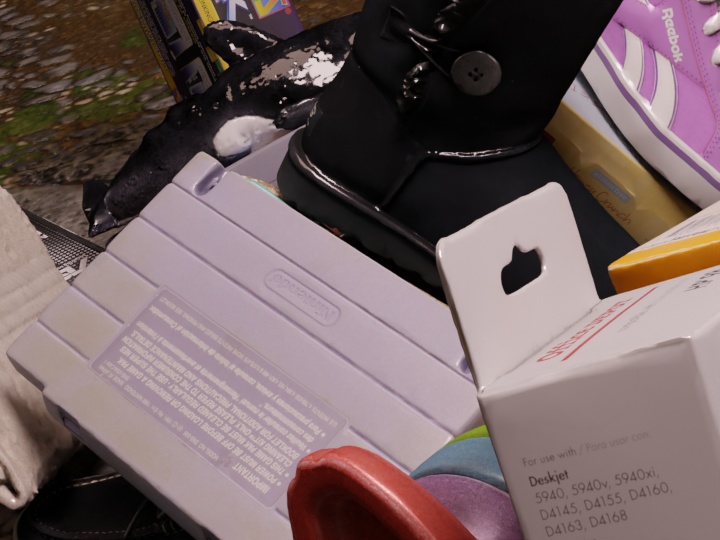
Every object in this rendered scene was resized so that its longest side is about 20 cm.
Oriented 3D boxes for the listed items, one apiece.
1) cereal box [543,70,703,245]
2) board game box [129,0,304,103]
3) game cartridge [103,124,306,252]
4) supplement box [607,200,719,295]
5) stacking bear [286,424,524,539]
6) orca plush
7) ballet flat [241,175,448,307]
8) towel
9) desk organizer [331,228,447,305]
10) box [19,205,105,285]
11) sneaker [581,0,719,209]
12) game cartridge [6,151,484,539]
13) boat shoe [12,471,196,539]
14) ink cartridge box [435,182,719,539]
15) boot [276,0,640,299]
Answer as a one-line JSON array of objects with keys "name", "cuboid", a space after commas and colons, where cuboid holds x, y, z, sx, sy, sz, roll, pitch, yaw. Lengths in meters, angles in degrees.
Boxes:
[{"name": "cereal box", "cuboid": [0.133, -0.086, 0.974, 0.040, 0.144, 0.200, -46, 10, 30]}, {"name": "board game box", "cuboid": [-0.090, -0.157, 1.127, 0.057, 0.201, 0.165, -26, 6, -13]}, {"name": "game cartridge", "cuboid": [-0.035, -0.046, 1.004, 0.200, 0.042, 0.133, -27, -6, 30]}, {"name": "supplement box", "cuboid": [0.193, 0.014, 0.695, 0.200, 0.126, 0.073, -26, 5, -40]}, {"name": "stacking bear", "cuboid": [0.072, 0.093, 0.683, 0.114, 0.122, 0.200, 37, 41, 24]}, {"name": "orca plush", "cuboid": [-0.063, -0.091, 0.992, 0.200, 0.071, 0.105, -27, -1, 19]}, {"name": "ballet flat", "cuboid": [0.001, 0.033, 0.857, 0.070, 0.065, 0.200, -40, 69, -17]}, {"name": "towel", "cuboid": [-0.168, 0.033, 0.878, 0.034, 0.133, 0.200, -31, 4, 13]}, {"name": "desk organizer", "cuboid": [0.000, 0.000, 0.956, 0.199, 0.072, 0.077, -19, 23, -3]}, {"name": "box", "cuboid": [-0.250, 0.032, 1.074, 0.200, 0.048, 0.193, -30, 27, -24]}, {"name": "sneaker", "cuboid": [0.159, -0.117, 0.885, 0.114, 0.201, 0.073, -39, -3, 29]}, {"name": "game cartridge", "cuboid": [-0.041, 0.043, 0.773, 0.200, 0.038, 0.130, 33, 78, 38]}, {"name": "boat shoe", "cuboid": [-0.061, 0.094, 0.813, 0.199, 0.062, 0.075, -6, 29, 25]}, {"name": "ink cartridge box", "cuboid": [0.099, 0.068, 0.566, 0.067, 0.201, 0.116, -16, 5, 27]}, {"name": "boot", "cuboid": [0.079, -0.066, 0.835, 0.200, 0.168, 0.076, 27, 32, -4]}]
